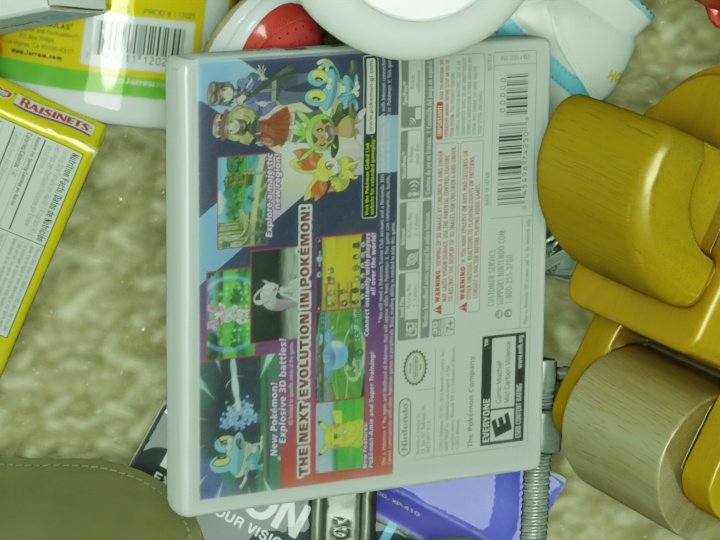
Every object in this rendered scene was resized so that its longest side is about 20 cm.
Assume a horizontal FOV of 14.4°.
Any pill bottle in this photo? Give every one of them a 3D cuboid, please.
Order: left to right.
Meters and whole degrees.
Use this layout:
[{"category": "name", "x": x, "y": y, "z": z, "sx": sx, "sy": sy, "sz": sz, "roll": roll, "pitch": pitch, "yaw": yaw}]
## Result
[{"category": "pill bottle", "x": -0.105, "y": -0.170, "z": 1.297, "sx": 0.111, "sy": 0.111, "sz": 0.200, "roll": 7, "pitch": 97, "yaw": -3}, {"category": "pill bottle", "x": 0.018, "y": -0.147, "z": 1.185, "sx": 0.111, "sy": 0.200, "sz": 0.111, "roll": 0, "pitch": 100, "yaw": -2}]

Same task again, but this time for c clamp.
[{"category": "c clamp", "x": 0.058, "y": 0.134, "z": 1.345, "sx": 0.171, "sy": 0.027, "sz": 0.200, "roll": 8, "pitch": 95, "yaw": -4}]

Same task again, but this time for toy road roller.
[{"category": "toy road roller", "x": 0.137, "y": 0.005, "z": 1.254, "sx": 0.146, "sy": 0.123, "sz": 0.200, "roll": 23, "pitch": 92, "yaw": -33}]

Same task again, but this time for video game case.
[{"category": "video game case", "x": 0.000, "y": 0.000, "z": 1.250, "sx": 0.182, "sy": 0.023, "sz": 0.200, "roll": -6, "pitch": 104, "yaw": -28}]

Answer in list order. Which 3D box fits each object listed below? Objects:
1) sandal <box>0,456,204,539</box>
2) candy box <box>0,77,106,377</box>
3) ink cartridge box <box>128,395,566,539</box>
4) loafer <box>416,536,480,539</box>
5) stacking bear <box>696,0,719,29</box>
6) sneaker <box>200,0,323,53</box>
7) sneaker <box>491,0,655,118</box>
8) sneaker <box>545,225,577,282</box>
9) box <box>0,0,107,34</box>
[{"category": "sandal", "x": -0.152, "y": 0.132, "z": 1.333, "sx": 0.212, "sy": 0.078, "sz": 0.070, "roll": 14, "pitch": 136, "yaw": 30}, {"category": "candy box", "x": -0.194, "y": -0.011, "z": 1.304, "sx": 0.102, "sy": 0.026, "sz": 0.200, "roll": 23, "pitch": 130, "yaw": -6}, {"category": "ink cartridge box", "x": -0.029, "y": 0.144, "z": 1.377, "sx": 0.198, "sy": 0.043, "sz": 0.200, "roll": 28, "pitch": 94, "yaw": -6}, {"category": "loafer", "x": -0.029, "y": 0.164, "z": 1.309, "sx": 0.200, "sy": 0.070, "sz": 0.075, "roll": -15, "pitch": 91, "yaw": 12}, {"category": "stacking bear", "x": 0.123, "y": -0.198, "z": 1.226, "sx": 0.121, "sy": 0.114, "sz": 0.200, "roll": -39, "pitch": 79, "yaw": 6}, {"category": "sneaker", "x": -0.022, "y": -0.027, "z": 1.277, "sx": 0.071, "sy": 0.112, "sz": 0.200, "roll": -28, "pitch": 144, "yaw": -28}, {"category": "sneaker", "x": 0.034, "y": -0.134, "z": 1.326, "sx": 0.200, "sy": 0.077, "sz": 0.081, "roll": 28, "pitch": 97, "yaw": -4}, {"category": "sneaker", "x": 0.095, "y": -0.023, "z": 1.338, "sx": 0.200, "sy": 0.082, "sz": 0.075, "roll": -2, "pitch": 98, "yaw": -5}, {"category": "box", "x": -0.187, "y": -0.202, "z": 1.265, "sx": 0.156, "sy": 0.041, "sz": 0.200, "roll": -7, "pitch": 87, "yaw": 38}]
